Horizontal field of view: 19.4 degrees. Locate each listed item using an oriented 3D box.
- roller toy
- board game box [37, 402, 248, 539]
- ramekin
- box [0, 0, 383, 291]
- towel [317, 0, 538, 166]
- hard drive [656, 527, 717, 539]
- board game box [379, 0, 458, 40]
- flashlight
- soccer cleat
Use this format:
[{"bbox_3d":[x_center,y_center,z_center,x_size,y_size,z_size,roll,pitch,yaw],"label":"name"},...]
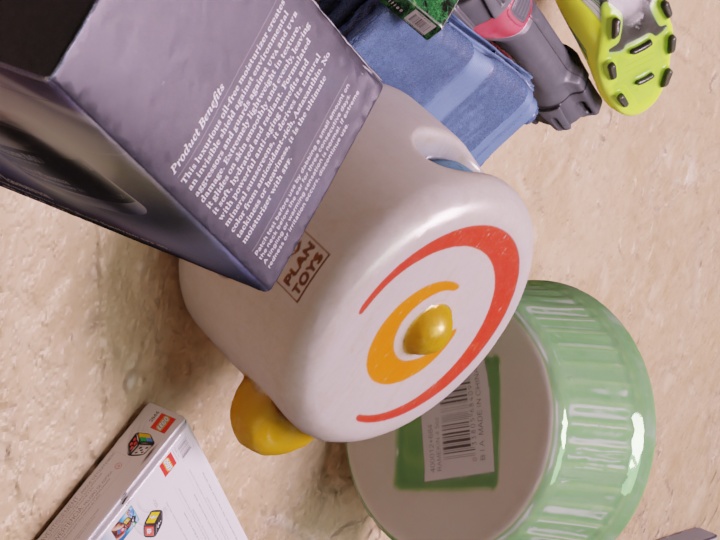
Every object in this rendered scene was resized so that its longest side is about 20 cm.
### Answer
[{"bbox_3d":[0.000,0.000,1.202,0.199,0.140,0.183,-29,144,-26],"label":"roller toy"},{"bbox_3d":[-0.121,0.189,1.257,0.126,0.034,0.201,-51,143,-26],"label":"board game box"},{"bbox_3d":[0.084,0.101,1.376,0.097,0.199,0.201,10,98,-50],"label":"ramekin"},{"bbox_3d":[-0.131,-0.107,0.934,0.124,0.199,0.198,-61,146,-13],"label":"box"},{"bbox_3d":[0.025,-0.110,1.282,0.112,0.049,0.200,-43,149,13],"label":"towel"},{"bbox_3d":[0.267,0.342,1.930,0.132,0.027,0.201,-4,109,-56],"label":"hard drive"},{"bbox_3d":[0.045,-0.238,1.210,0.105,0.023,0.201,38,60,-17],"label":"board game box"},{"bbox_3d":[0.094,-0.155,1.376,0.068,0.068,0.200,-27,152,11],"label":"flashlight"},{"bbox_3d":[0.151,-0.193,1.392,0.065,0.084,0.201,-36,124,-12],"label":"soccer cleat"}]
